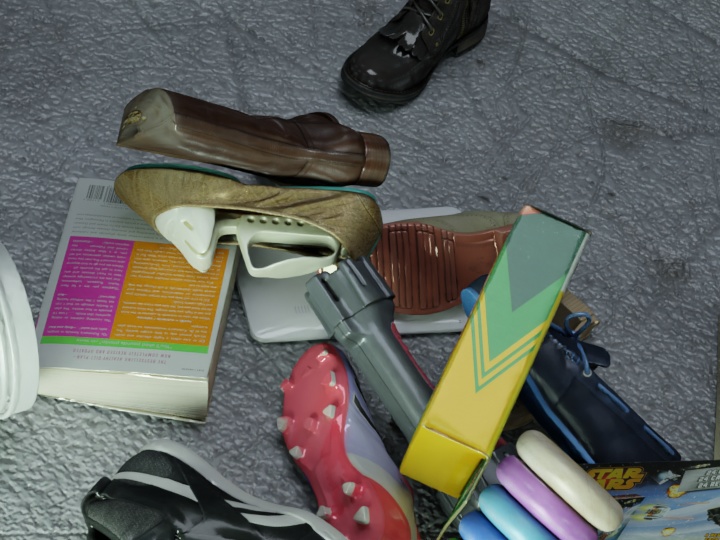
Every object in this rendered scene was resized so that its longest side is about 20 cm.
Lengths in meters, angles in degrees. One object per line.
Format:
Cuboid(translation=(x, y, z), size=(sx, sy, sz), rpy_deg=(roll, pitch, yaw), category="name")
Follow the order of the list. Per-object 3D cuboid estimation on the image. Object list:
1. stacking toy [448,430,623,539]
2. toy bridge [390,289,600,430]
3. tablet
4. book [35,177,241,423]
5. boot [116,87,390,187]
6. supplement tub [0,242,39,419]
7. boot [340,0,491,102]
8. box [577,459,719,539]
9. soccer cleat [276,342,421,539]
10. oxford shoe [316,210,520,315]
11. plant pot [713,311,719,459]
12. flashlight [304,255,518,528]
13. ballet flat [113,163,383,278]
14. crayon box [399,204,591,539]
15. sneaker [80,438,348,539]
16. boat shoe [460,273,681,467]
Cuboid(translation=(0.074, 0.201, 1.346), size=(0.200, 0.085, 0.085), rpy_deg=(-48, 65, 2), category="stacking toy")
Cuboid(translation=(0.114, 0.079, 1.560), size=(0.200, 0.027, 0.067), rpy_deg=(-30, 63, -36), category="toy bridge")
Cuboid(translation=(0.000, 0.000, 1.615), size=(0.200, 0.014, 0.130), rpy_deg=(-2, 47, -18), category="tablet")
Cuboid(translation=(-0.161, 0.014, 1.532), size=(0.133, 0.048, 0.200), rpy_deg=(8, 45, 2), category="book")
Cuboid(translation=(-0.104, -0.099, 1.559), size=(0.200, 0.186, 0.064), rpy_deg=(6, 88, -30), category="boot")
Cuboid(translation=(-0.326, 0.055, 1.376), size=(0.200, 0.145, 0.145), rpy_deg=(-13, 51, -26), category="supplement tub")
Cuboid(translation=(0.064, -0.247, 1.758), size=(0.069, 0.174, 0.200), rpy_deg=(34, 47, 17), category="boot")
Cuboid(translation=(0.182, 0.183, 1.388), size=(0.200, 0.040, 0.137), rpy_deg=(-6, 32, 37), category="box")
Cuboid(translation=(-0.004, 0.133, 1.460), size=(0.076, 0.067, 0.200), rpy_deg=(33, 24, -36), category="soccer cleat")
Cuboid(translation=(0.062, -0.010, 1.601), size=(0.200, 0.071, 0.074), rpy_deg=(-1, 16, -10), category="oxford shoe")
Cuboid(translation=(0.385, 0.061, 1.547), size=(0.199, 0.177, 0.200), rpy_deg=(14, 45, -2), category="plant pot")
Cuboid(translation=(0.040, 0.082, 1.470), size=(0.068, 0.068, 0.200), rpy_deg=(-30, 76, -15), category="flashlight")
Cuboid(translation=(-0.084, -0.030, 1.524), size=(0.200, 0.068, 0.072), rpy_deg=(8, 60, -2), category="ballet flat")
Cuboid(translation=(0.080, 0.069, 1.377), size=(0.051, 0.127, 0.200), rpy_deg=(25, 69, 2), category="crayon box")
Cuboid(translation=(-0.094, 0.194, 1.356), size=(0.200, 0.073, 0.112), rpy_deg=(26, 40, 23), category="sneaker")
Cuboid(translation=(0.151, 0.079, 1.506), size=(0.069, 0.084, 0.200), rpy_deg=(-38, 96, -9), category="boat shoe")
